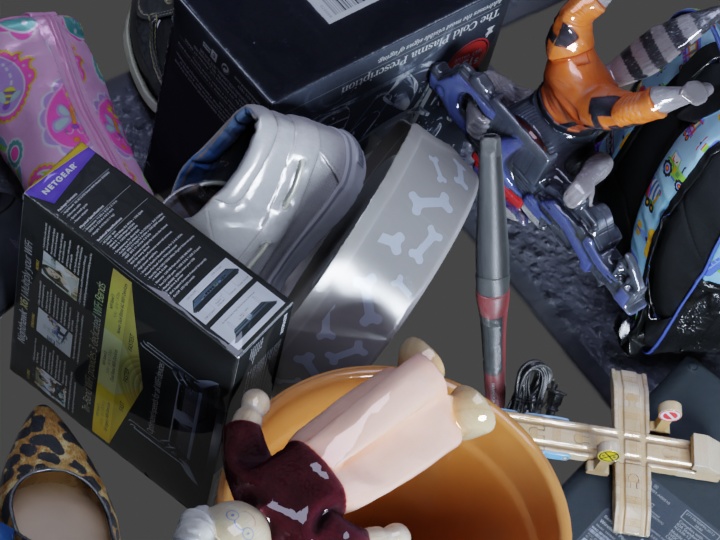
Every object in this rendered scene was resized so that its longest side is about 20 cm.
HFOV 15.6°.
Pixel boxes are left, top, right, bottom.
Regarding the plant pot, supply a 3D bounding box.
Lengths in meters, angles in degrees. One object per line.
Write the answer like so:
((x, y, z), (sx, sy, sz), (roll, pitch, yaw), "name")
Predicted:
((0.007, 0.175, 1.495), (0.200, 0.140, 0.200), (7, 54, -9), "plant pot")

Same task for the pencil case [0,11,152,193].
((-0.180, -0.071, 1.658), (0.087, 0.087, 0.200), (-15, 59, -22), "pencil case")

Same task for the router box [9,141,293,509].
((-0.126, 0.039, 1.522), (0.157, 0.200, 0.052), (37, 59, 13), "router box")

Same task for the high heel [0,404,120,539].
((-0.163, 0.135, 1.481), (0.071, 0.143, 0.200), (-2, 56, -14), "high heel")

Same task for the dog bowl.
((0.000, 0.000, 1.590), (0.059, 0.200, 0.200), (33, 54, -6), "dog bowl")

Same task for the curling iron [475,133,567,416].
((0.090, 0.011, 1.621), (0.050, 0.200, 0.026), (-16, 20, -18), "curling iron")

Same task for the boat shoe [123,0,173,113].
((-0.120, -0.186, 1.766), (0.072, 0.068, 0.200), (5, 56, -12), "boat shoe")

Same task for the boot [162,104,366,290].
((-0.089, -0.016, 1.567), (0.096, 0.200, 0.074), (20, 25, -39), "boot")

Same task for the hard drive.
((0.198, 0.157, 1.620), (0.140, 0.033, 0.200), (39, 56, 14), "hard drive")

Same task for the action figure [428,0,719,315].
((0.148, -0.079, 1.610), (0.105, 0.193, 0.200), (-24, 75, -44), "action figure")

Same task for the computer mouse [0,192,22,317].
((-0.249, 0.042, 1.553), (0.200, 0.046, 0.141), (-26, 105, -38), "computer mouse")

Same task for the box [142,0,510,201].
((-0.022, -0.121, 1.671), (0.200, 0.182, 0.104), (-29, 66, -28), "box")

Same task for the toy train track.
((0.128, 0.097, 1.597), (0.200, 0.033, 0.115), (9, 56, -10), "toy train track")

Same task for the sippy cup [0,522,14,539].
((-0.265, 0.167, 1.450), (0.130, 0.178, 0.140), (22, 24, -11), "sippy cup")

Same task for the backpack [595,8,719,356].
((0.234, -0.064, 1.676), (0.134, 0.200, 0.183), (2, 52, -16), "backpack")

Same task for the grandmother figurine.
((-0.025, 0.110, 1.414), (0.121, 0.061, 0.200), (37, 53, 24), "grandmother figurine")
